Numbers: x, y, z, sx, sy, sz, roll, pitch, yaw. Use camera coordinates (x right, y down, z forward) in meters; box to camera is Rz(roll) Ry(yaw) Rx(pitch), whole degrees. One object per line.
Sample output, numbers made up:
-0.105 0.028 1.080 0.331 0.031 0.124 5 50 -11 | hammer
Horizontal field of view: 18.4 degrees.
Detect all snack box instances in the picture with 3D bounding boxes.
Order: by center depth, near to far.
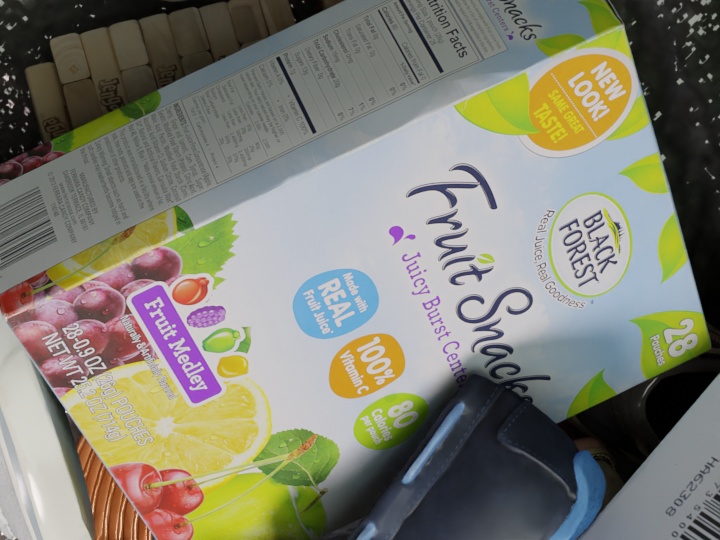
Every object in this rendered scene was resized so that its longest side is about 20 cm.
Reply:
0.000 0.000 0.712 0.200 0.068 0.169 -27 139 0 | snack box

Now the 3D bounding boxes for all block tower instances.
-0.009 -0.064 0.750 0.200 0.054 0.058 -15 72 -7 | block tower

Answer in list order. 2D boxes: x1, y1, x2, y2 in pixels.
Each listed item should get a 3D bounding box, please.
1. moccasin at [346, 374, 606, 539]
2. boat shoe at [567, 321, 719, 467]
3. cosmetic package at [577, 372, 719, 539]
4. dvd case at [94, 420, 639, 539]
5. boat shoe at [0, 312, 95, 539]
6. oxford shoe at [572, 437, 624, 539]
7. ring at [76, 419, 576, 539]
-0.009 0.114 0.729 0.200 0.080 0.068 -43 83 6 | moccasin
0.157 0.072 0.820 0.200 0.073 0.075 22 103 -25 | boat shoe
0.180 0.136 0.718 0.199 0.123 0.200 -49 120 -4 | cosmetic package
-0.004 0.092 0.841 0.149 0.016 0.200 42 98 -19 | dvd case
-0.149 0.005 0.699 0.071 0.070 0.201 -25 93 -4 | boat shoe
0.089 0.148 0.817 0.071 0.074 0.200 -27 133 -23 | oxford shoe
-0.012 0.099 0.823 0.200 0.019 0.201 -3 108 -8 | ring
